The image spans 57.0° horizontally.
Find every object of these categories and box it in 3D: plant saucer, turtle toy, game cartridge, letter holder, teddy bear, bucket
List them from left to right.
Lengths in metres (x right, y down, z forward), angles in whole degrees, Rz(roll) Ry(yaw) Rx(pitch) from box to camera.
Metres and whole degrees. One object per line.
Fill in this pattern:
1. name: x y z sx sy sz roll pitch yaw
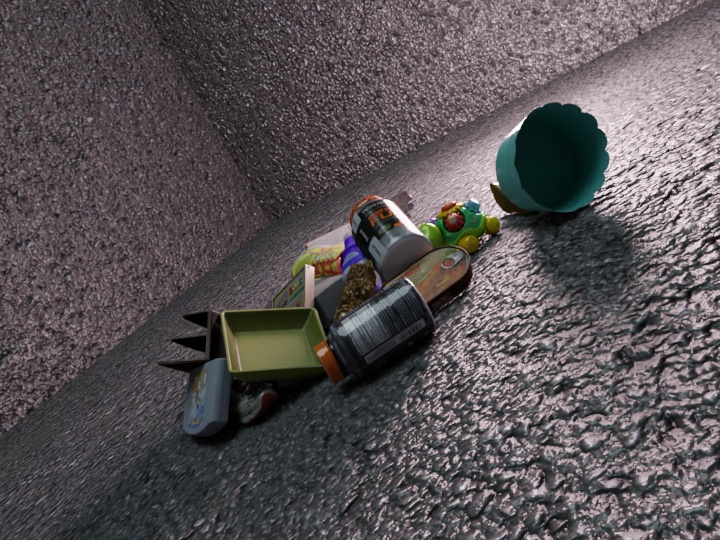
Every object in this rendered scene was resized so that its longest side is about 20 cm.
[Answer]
1. game cartridge: -0.298 0.249 1.278 0.199 0.041 0.136 -28 52 56
2. letter holder: -0.313 0.161 1.391 0.139 0.103 0.200 -8 -19 21
3. plant saucer: -0.164 0.147 1.276 0.195 0.049 0.201 -1 30 -17
4. teddy bear: -0.010 0.069 1.252 0.201 0.066 0.147 -78 10 -68
5. turtle toy: 0.196 -0.087 1.433 0.199 0.102 0.145 -38 14 -26
6. bucket: 0.367 -0.211 1.294 0.205 0.210 0.135 -32 5 -6

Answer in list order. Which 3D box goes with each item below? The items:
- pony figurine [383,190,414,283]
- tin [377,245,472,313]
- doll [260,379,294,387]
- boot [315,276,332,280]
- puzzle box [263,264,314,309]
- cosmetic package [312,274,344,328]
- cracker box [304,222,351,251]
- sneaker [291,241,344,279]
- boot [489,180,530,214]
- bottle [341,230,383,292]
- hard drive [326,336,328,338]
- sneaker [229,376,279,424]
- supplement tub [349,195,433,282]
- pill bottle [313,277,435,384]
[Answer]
1. pony figurine: 0.086 -0.058 1.523 0.192 0.166 0.202 -36 25 32
2. tin: 0.120 0.028 1.235 0.198 0.042 0.112 -34 44 -10
3. doll: -0.156 0.186 1.352 0.135 0.049 0.200 -30 13 -2
4. boot: -0.053 0.014 1.705 0.197 0.073 0.155 -15 21 37
5. puzzle box: -0.164 0.093 1.491 0.200 0.025 0.135 -43 37 39
6. cosmetic package: -0.095 0.076 1.535 0.106 0.091 0.199 -36 10 -33
7. cracker box: -0.051 -0.053 1.763 0.197 0.058 0.135 -26 -29 -20
8. sneaker: -0.073 -0.020 1.593 0.196 0.079 0.091 -22 23 -2
9. boot: 0.383 -0.195 1.471 0.154 0.074 0.200 -33 15 -5
10. bottle: 0.000 0.000 1.437 0.083 0.065 0.203 -34 45 24
11. hard drive: 0.030 0.099 1.297 0.198 0.026 0.132 -34 13 -8
12. sneaker: -0.224 0.234 1.254 0.078 0.083 0.198 -38 15 -32
13. supplement tub: 0.056 -0.066 1.363 0.121 0.124 0.201 -31 41 -5
14. pill bottle: 0.020 0.107 1.112 0.198 0.107 0.106 -32 13 -5
